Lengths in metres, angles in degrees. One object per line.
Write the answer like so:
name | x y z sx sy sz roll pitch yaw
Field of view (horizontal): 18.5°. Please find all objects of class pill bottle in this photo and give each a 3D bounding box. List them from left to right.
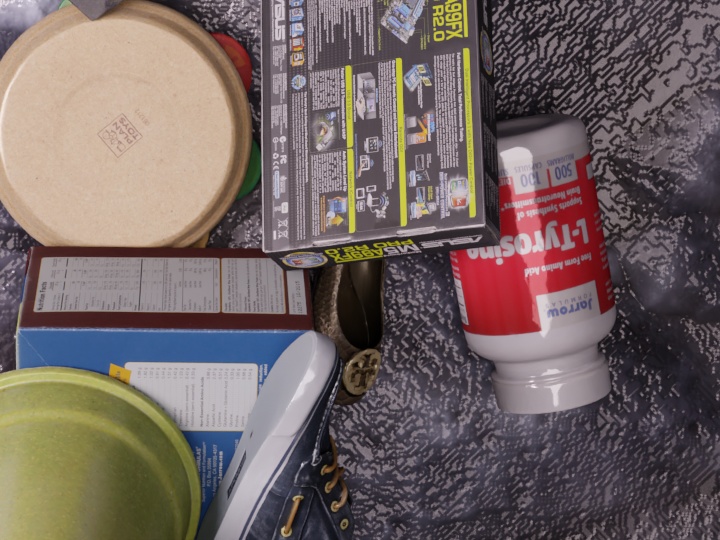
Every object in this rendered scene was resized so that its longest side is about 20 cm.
pill bottle | 0.122 -0.004 1.583 0.112 0.112 0.201 -11 100 -2

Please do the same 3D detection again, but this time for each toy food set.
toy food set | -0.169 -0.099 1.580 0.200 0.049 0.198 34 96 -8

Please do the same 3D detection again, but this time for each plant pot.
plant pot | -0.202 0.192 1.414 0.200 0.184 0.201 -1 115 -3

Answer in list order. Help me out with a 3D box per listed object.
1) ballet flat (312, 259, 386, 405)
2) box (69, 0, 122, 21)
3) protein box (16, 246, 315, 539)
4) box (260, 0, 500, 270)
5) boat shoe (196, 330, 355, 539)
ballet flat | 0.000 0.000 1.599 0.046 0.067 0.201 7 97 34
box | -0.190 -0.268 1.456 0.115 0.200 0.132 -35 77 4
protein box | -0.136 0.099 1.551 0.199 0.135 0.199 1 115 -4
box | 0.012 -0.108 1.525 0.160 0.044 0.201 -7 71 16
boat shoe | -0.035 0.132 1.466 0.091 0.071 0.201 19 118 -15
